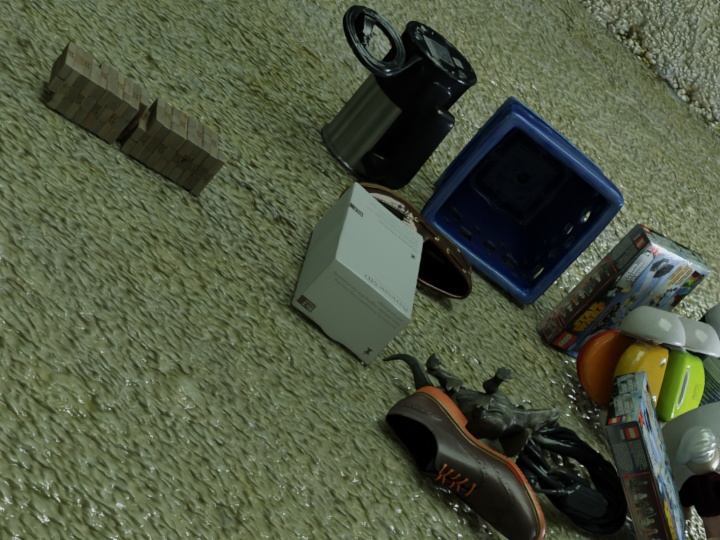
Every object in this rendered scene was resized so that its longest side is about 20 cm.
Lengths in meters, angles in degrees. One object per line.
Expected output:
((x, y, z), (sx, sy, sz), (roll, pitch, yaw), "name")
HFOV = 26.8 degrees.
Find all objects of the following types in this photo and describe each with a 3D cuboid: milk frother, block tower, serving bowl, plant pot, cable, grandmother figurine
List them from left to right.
((-0.238, -0.159, 1.601), (0.199, 0.054, 0.058), (33, 27, -23), "block tower")
((0.016, -0.225, 1.929), (0.199, 0.188, 0.181), (35, 24, -16), "milk frother")
((0.215, -0.106, 2.039), (0.199, 0.200, 0.180), (38, 19, -9), "plant pot")
((0.226, 0.222, 1.706), (0.199, 0.051, 0.164), (24, 22, -43), "cable")
((0.415, 0.279, 1.768), (0.060, 0.121, 0.202), (-23, 98, -39), "grandmother figurine")
((0.454, 0.242, 1.842), (0.199, 0.200, 0.066), (29, 43, -28), "serving bowl")

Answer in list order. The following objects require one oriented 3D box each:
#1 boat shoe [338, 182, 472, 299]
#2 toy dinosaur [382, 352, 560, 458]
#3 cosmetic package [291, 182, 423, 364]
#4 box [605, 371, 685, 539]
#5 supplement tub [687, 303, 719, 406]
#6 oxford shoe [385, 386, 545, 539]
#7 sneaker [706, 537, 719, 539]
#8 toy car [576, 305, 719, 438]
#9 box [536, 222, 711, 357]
((0.059, -0.034, 1.826), (0.199, 0.071, 0.071), (31, 23, -25), "boat shoe")
((0.110, 0.145, 1.598), (0.198, 0.103, 0.077), (11, 45, 14), "toy dinosaur")
((0.000, 0.000, 1.670), (0.113, 0.081, 0.200), (38, 24, -15), "cosmetic package")
((0.322, 0.233, 1.699), (0.137, 0.040, 0.202), (-55, 129, -67), "box")
((0.487, 0.135, 2.043), (0.140, 0.200, 0.141), (34, 25, -18), "supplement tub")
((0.101, 0.206, 1.521), (0.200, 0.071, 0.072), (44, 36, 22), "oxford shoe")
((0.381, 0.348, 1.619), (0.071, 0.113, 0.200), (34, 7, 24), "sneaker")
((0.356, 0.135, 1.936), (0.149, 0.177, 0.199), (14, 0, 44), "toy car")
((0.345, 0.037, 1.986), (0.136, 0.200, 0.040), (21, 31, -40), "box")
